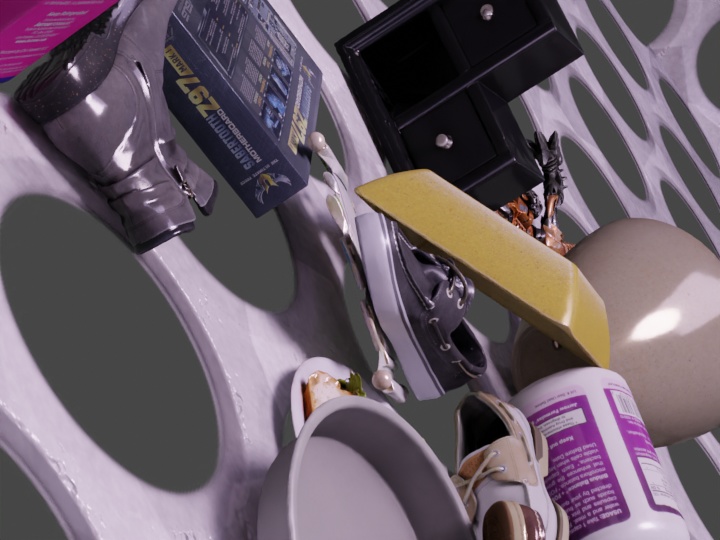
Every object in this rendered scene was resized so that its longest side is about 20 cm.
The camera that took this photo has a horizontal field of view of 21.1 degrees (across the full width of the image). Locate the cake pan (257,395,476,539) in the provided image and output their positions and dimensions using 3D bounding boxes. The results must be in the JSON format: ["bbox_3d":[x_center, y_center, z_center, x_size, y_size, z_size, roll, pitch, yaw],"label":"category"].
[{"bbox_3d":[0.008,0.172,1.106,0.200,0.037,0.201,38,40,-42],"label":"cake pan"}]

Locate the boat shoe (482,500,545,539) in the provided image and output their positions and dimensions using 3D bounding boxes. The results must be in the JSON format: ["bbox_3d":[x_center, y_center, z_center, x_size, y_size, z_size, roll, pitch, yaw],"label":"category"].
[{"bbox_3d":[0.116,0.203,1.209,0.201,0.071,0.073,83,1,-51],"label":"boat shoe"}]

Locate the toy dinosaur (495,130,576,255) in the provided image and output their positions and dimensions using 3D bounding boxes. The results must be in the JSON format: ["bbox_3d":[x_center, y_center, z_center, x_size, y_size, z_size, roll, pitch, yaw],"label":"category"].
[{"bbox_3d":[0.148,-0.045,1.809,0.200,0.101,0.137,60,22,-66],"label":"toy dinosaur"}]

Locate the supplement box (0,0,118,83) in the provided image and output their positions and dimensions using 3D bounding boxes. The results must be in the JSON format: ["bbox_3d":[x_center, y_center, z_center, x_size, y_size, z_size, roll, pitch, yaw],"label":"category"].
[{"bbox_3d":[-0.165,-0.192,1.035,0.102,0.199,0.103,58,19,3],"label":"supplement box"}]

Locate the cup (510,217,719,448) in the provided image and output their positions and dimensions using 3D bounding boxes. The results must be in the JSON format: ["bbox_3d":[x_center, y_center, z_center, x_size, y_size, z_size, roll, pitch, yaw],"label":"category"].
[{"bbox_3d":[0.208,0.070,1.635,0.143,0.200,0.201,-21,78,-44],"label":"cup"}]

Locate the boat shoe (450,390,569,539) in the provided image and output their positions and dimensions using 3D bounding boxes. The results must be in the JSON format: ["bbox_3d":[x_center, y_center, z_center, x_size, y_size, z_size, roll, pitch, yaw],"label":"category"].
[{"bbox_3d":[0.096,0.157,1.369,0.068,0.075,0.200,44,16,-20],"label":"boat shoe"}]

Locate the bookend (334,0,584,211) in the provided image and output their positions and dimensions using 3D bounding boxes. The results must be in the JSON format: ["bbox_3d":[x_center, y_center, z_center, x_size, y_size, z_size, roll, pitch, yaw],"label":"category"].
[{"bbox_3d":[0.111,-0.155,1.670,0.092,0.198,0.201,22,41,-62],"label":"bookend"}]

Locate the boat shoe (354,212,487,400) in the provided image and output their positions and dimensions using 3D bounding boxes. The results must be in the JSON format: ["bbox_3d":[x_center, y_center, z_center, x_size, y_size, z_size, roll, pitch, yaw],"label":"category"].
[{"bbox_3d":[0.047,0.022,1.315,0.201,0.066,0.070,67,8,-50],"label":"boat shoe"}]

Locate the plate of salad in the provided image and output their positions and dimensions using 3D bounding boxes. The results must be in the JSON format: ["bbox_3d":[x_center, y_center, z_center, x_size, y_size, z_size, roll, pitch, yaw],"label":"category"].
[{"bbox_3d":[0.023,0.139,1.238,0.200,0.048,0.201,49,20,-25],"label":"plate of salad"}]

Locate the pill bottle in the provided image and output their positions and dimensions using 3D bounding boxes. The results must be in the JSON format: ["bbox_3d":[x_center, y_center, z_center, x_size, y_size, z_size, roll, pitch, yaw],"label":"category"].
[{"bbox_3d":[0.184,0.184,1.474,0.112,0.112,0.201,33,32,-51],"label":"pill bottle"}]

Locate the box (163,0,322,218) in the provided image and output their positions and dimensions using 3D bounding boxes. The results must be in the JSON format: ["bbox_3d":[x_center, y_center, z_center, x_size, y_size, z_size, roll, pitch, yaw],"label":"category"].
[{"bbox_3d":[-0.094,-0.148,1.377,0.158,0.051,0.200,51,20,-22],"label":"box"}]

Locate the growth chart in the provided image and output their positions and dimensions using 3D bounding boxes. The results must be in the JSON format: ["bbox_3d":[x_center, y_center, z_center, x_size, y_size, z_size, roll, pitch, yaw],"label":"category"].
[{"bbox_3d":[0.000,0.000,1.346,0.145,0.018,0.201,59,15,-71],"label":"growth chart"}]

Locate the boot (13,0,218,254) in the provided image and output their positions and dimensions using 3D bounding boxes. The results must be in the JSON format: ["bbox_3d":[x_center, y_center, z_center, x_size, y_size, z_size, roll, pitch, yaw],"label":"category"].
[{"bbox_3d":[-0.134,-0.098,1.193,0.132,0.069,0.200,54,32,-19],"label":"boot"}]

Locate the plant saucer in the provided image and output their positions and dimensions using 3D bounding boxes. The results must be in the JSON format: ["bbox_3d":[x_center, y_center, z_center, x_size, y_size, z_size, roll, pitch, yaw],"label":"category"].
[{"bbox_3d":[0.107,-0.007,1.483,0.199,0.049,0.200,33,-2,19],"label":"plant saucer"}]
